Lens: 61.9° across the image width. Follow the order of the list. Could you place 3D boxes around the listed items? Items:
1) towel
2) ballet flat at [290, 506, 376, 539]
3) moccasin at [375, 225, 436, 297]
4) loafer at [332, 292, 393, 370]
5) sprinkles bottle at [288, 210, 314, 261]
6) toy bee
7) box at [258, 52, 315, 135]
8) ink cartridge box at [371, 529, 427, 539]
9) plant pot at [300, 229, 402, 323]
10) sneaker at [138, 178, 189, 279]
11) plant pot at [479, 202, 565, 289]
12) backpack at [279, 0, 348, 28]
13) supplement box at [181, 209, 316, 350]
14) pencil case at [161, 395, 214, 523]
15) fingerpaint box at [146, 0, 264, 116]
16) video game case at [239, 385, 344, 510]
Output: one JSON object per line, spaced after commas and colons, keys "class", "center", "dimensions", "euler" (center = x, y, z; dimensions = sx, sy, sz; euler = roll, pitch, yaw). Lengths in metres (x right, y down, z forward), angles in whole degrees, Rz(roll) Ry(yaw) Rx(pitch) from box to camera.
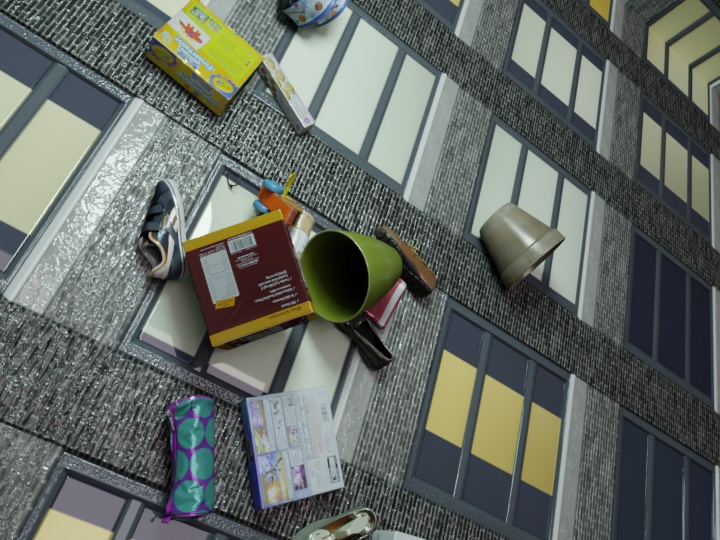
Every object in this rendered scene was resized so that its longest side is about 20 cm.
{"class": "towel", "center": [0.013, 0.021, 1.403], "dimensions": [0.200, 0.023, 0.145], "euler": [43, 52, -12]}
{"class": "ballet flat", "center": [-0.053, 0.508, 1.154], "dimensions": [0.197, 0.063, 0.069], "euler": [-14, 79, -35]}
{"class": "moccasin", "center": [0.114, -0.030, 1.462], "dimensions": [0.201, 0.074, 0.078], "euler": [43, 44, -7]}
{"class": "loafer", "center": [0.005, 0.128, 1.335], "dimensions": [0.072, 0.063, 0.201], "euler": [-40, 95, -38]}
{"class": "sprinkles bottle", "center": [-0.155, -0.034, 1.292], "dimensions": [0.067, 0.068, 0.203], "euler": [27, 60, -21]}
{"class": "toy bee", "center": [-0.181, -0.163, 1.300], "dimensions": [0.108, 0.131, 0.202], "euler": [6, 47, -59]}
{"class": "box", "center": [-0.181, -0.424, 1.443], "dimensions": [0.041, 0.039, 0.202], "euler": [-32, 91, -35]}
{"class": "ink cartridge box", "center": [0.113, 0.620, 1.205], "dimensions": [0.198, 0.083, 0.148], "euler": [25, 60, -23]}
{"class": "plant pot", "center": [0.000, 0.000, 1.295], "dimensions": [0.199, 0.186, 0.190], "euler": [-12, 78, -54]}
{"class": "sneaker", "center": [-0.384, -0.082, 1.159], "dimensions": [0.078, 0.078, 0.204], "euler": [-4, 76, -39]}
{"class": "plant pot", "center": [0.417, -0.079, 1.620], "dimensions": [0.199, 0.201, 0.174], "euler": [-31, 72, -36]}
{"class": "backpack", "center": [-0.116, -0.708, 1.516], "dimensions": [0.153, 0.198, 0.193], "euler": [38, 59, -30]}
{"class": "supplement box", "center": [-0.206, 0.023, 1.150], "dimensions": [0.194, 0.133, 0.203], "euler": [-19, 81, -5]}
{"class": "pencil case", "center": [-0.300, 0.328, 1.052], "dimensions": [0.092, 0.084, 0.204], "euler": [13, 64, -45]}
{"class": "fingerpaint box", "center": [-0.342, -0.475, 1.339], "dimensions": [0.199, 0.073, 0.168], "euler": [37, 55, -15]}
{"class": "video game case", "center": [-0.134, 0.341, 1.177], "dimensions": [0.179, 0.045, 0.204], "euler": [-1, 73, -34]}
